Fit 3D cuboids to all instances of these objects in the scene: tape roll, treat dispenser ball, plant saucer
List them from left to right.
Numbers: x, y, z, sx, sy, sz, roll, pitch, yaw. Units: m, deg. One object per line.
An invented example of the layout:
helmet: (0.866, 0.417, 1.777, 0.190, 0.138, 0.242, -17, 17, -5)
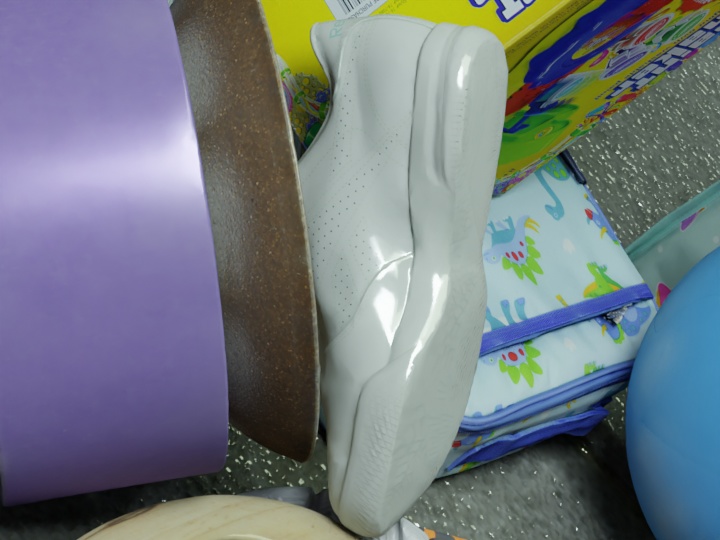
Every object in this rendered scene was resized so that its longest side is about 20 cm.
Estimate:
tape roll: (-0.108, -0.017, 0.949, 0.085, 0.200, 0.200, -9, 57, -10)
plant saucer: (-0.053, -0.022, 0.979, 0.037, 0.201, 0.201, -9, 57, -9)
treat dispenser ball: (0.221, 0.072, 1.155, 0.201, 0.201, 0.201, 27, 41, -25)

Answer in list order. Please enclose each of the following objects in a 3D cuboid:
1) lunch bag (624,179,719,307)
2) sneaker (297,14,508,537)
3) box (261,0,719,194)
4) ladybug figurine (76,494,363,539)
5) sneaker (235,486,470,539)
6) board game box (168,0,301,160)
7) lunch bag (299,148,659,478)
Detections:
lunch bag: (0.256, -0.018, 1.327, 0.170, 0.200, 0.122, -8, 62, -47)
sneaker: (0.000, 0.000, 0.986, 0.088, 0.201, 0.075, 11, 6, 21)
box: (0.071, -0.138, 1.077, 0.122, 0.200, 0.193, 59, 22, 13)
ladybug figurine: (-0.061, 0.156, 0.938, 0.200, 0.072, 0.136, -19, 66, -43)
sneaker: (0.028, 0.142, 1.060, 0.199, 0.078, 0.112, 17, -3, 2)
board game box: (-0.115, -0.121, 1.112, 0.199, 0.043, 0.201, 19, 60, -23)
lunch bag: (0.047, 0.011, 1.192, 0.200, 0.082, 0.161, -13, 69, -49)
